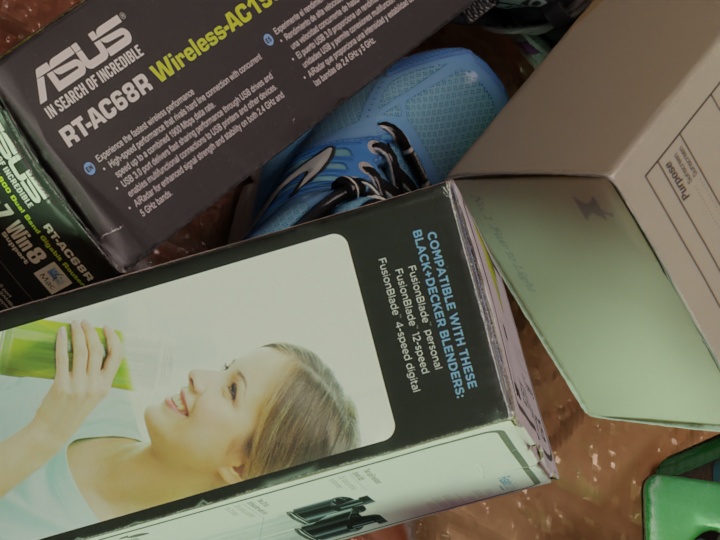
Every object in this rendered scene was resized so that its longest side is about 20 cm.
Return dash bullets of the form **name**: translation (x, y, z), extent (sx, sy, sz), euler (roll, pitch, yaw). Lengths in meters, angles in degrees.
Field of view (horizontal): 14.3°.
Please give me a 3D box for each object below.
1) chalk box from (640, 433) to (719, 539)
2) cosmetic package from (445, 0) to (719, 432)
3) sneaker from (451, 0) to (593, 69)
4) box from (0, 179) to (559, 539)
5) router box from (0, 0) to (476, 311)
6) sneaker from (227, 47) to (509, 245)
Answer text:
- **chalk box**: translation (0.176, 0.113, 0.931), extent (0.199, 0.124, 0.125), euler (18, 61, -33)
- **cosmetic package**: translation (0.126, -0.056, 0.890), extent (0.200, 0.073, 0.104), euler (-48, 121, -29)
- **sneaker**: translation (0.066, -0.084, 0.930), extent (0.200, 0.078, 0.140), euler (52, 21, 3)
- **box**: translation (-0.057, 0.044, 0.710), extent (0.117, 0.199, 0.060), euler (48, 27, -76)
- **router box**: translation (-0.061, -0.048, 0.791), extent (0.200, 0.150, 0.062), euler (-41, 99, -41)
- **sneaker**: translation (0.000, 0.000, 0.859), extent (0.078, 0.090, 0.200), euler (47, 50, -13)
